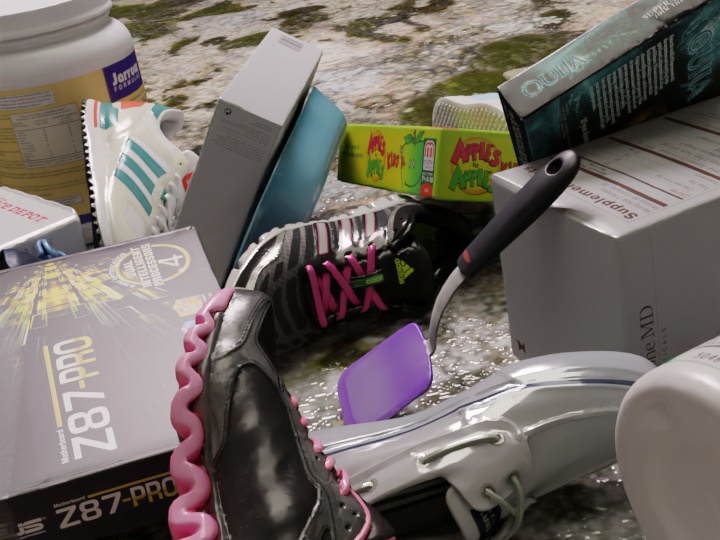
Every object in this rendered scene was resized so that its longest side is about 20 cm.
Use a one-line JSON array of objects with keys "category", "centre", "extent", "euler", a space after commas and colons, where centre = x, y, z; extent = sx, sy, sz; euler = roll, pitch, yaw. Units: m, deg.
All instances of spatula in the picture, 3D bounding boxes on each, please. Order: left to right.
[{"category": "spatula", "centre": [0.050, 0.013, 0.616], "extent": [0.020, 0.200, 0.057], "euler": [22, 31, -26]}]

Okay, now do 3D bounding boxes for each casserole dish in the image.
[{"category": "casserole dish", "centre": [-0.050, -0.058, 0.867], "extent": [0.039, 0.121, 0.200], "euler": [23, 29, -5]}]

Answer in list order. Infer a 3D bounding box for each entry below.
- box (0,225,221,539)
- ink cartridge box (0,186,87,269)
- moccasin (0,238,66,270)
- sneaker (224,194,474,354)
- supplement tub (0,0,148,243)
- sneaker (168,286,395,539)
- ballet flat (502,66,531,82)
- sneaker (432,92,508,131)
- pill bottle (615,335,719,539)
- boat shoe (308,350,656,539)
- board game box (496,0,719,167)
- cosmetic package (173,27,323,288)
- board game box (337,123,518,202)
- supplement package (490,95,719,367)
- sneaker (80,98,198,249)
[{"category": "box", "centre": [-0.143, 0.058, 0.628], "extent": [0.160, 0.049, 0.200], "euler": [-15, 35, -11]}, {"category": "ink cartridge box", "centre": [-0.306, 0.020, 0.828], "extent": [0.199, 0.084, 0.145], "euler": [-27, 28, -33]}, {"category": "moccasin", "centre": [-0.218, 0.016, 0.748], "extent": [0.199, 0.069, 0.080], "euler": [-19, 0, -33]}, {"category": "sneaker", "centre": [0.000, 0.000, 0.750], "extent": [0.087, 0.074, 0.199], "euler": [5, 23, 45]}, {"category": "supplement tub", "centre": [-0.256, -0.137, 1.011], "extent": [0.145, 0.201, 0.146], "euler": [-9, 24, 4]}, {"category": "sneaker", "centre": [-0.033, 0.097, 0.490], "extent": [0.095, 0.079, 0.201], "euler": [-2, 59, 0]}, {"category": "ballet flat", "centre": [0.201, -0.122, 0.881], "extent": [0.200, 0.063, 0.067], "euler": [33, 11, 26]}, {"category": "sneaker", "centre": [0.130, -0.110, 0.943], "extent": [0.082, 0.074, 0.200], "euler": [-11, 25, -16]}, {"category": "pill bottle", "centre": [0.215, 0.057, 0.481], "extent": [0.199, 0.114, 0.113], "euler": [-22, 26, -23]}, {"category": "boat shoe", "centre": [0.049, 0.099, 0.534], "extent": [0.199, 0.074, 0.067], "euler": [-19, 38, 8]}, {"category": "board game box", "centre": [0.159, -0.084, 0.704], "extent": [0.135, 0.200, 0.028], "euler": [-32, 62, 0]}, {"category": "cosmetic package", "centre": [-0.088, -0.084, 0.884], "extent": [0.051, 0.151, 0.200], "euler": [24, 26, -4]}, {"category": "board game box", "centre": [0.063, -0.080, 0.855], "extent": [0.101, 0.048, 0.200], "euler": [1, 7, -20]}, {"category": "supplement package", "centre": [0.189, -0.015, 0.649], "extent": [0.199, 0.117, 0.117], "euler": [-21, 28, -20]}, {"category": "sneaker", "centre": [-0.161, -0.058, 0.889], "extent": [0.093, 0.071, 0.200], "euler": [-6, 51, -14]}]
